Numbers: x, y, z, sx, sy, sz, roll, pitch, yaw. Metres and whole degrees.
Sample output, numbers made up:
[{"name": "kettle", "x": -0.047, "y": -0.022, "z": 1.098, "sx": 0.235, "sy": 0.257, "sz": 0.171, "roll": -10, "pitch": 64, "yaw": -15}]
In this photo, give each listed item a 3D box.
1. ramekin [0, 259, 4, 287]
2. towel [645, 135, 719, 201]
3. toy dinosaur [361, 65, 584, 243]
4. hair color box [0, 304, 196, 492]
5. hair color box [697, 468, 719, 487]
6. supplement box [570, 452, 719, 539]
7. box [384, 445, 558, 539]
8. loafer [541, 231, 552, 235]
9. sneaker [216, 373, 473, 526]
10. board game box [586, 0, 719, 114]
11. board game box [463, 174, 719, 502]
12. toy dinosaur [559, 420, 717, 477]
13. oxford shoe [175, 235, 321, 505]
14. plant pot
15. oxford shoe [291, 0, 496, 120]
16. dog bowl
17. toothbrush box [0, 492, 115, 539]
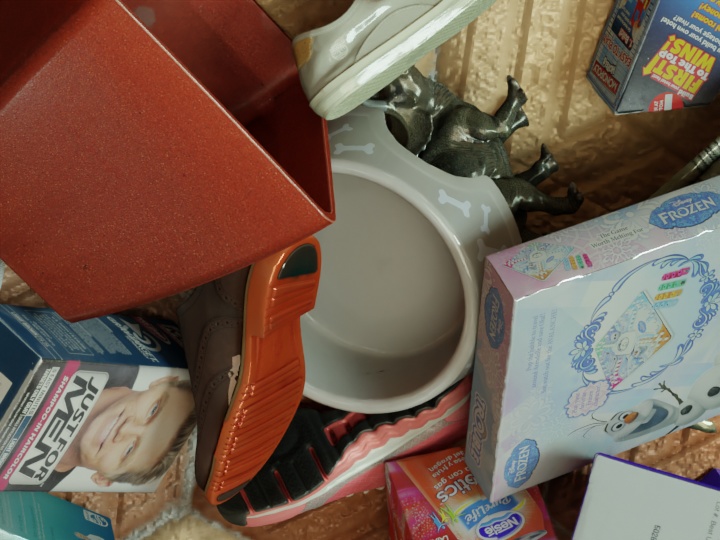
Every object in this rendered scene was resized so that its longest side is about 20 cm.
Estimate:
[{"name": "ramekin", "x": -0.312, "y": 0.015, "z": 1.605, "sx": 0.202, "sy": 0.094, "sz": 0.203, "roll": -6, "pitch": 127, "yaw": -8}, {"name": "towel", "x": 0.257, "y": -0.031, "z": 1.709, "sx": 0.200, "sy": 0.035, "sz": 0.192, "roll": -41, "pitch": 147, "yaw": 11}, {"name": "toy dinosaur", "x": 0.075, "y": -0.056, "z": 1.677, "sx": 0.102, "sy": 0.077, "sz": 0.200, "roll": -29, "pitch": 89, "yaw": -3}, {"name": "hair color box", "x": -0.177, "y": 0.081, "z": 1.642, "sx": 0.100, "sy": 0.060, "sz": 0.200, "roll": -57, "pitch": 153, "yaw": 14}, {"name": "hair color box", "x": 0.266, "y": 0.249, "z": 1.877, "sx": 0.109, "sy": 0.065, "sz": 0.200, "roll": -35, "pitch": 114, "yaw": 3}, {"name": "supplement box", "x": 0.190, "y": 0.185, "z": 1.712, "sx": 0.103, "sy": 0.200, "sz": 0.101, "roll": 16, "pitch": 84, "yaw": 12}, {"name": "box", "x": 0.075, "y": 0.215, "z": 1.764, "sx": 0.095, "sy": 0.100, "sz": 0.200, "roll": -12, "pitch": 137, "yaw": -8}, {"name": "loafer", "x": 0.131, "y": 0.019, "z": 1.737, "sx": 0.200, "sy": 0.076, "sz": 0.068, "roll": 25, "pitch": 108, "yaw": -25}, {"name": "sneaker", "x": 0.001, "y": 0.125, "z": 1.758, "sx": 0.200, "sy": 0.074, "sz": 0.087, "roll": -29, "pitch": 137, "yaw": 8}, {"name": "board game box", "x": 0.246, "y": -0.171, "z": 1.688, "sx": 0.200, "sy": 0.062, "sz": 0.200, "roll": 26, "pitch": 109, "yaw": -26}, {"name": "board game box", "x": 0.165, "y": 0.039, "z": 1.649, "sx": 0.199, "sy": 0.043, "sz": 0.200, "roll": -20, "pitch": 142, "yaw": -19}, {"name": "toy dinosaur", "x": 0.140, "y": 0.108, "z": 1.796, "sx": 0.199, "sy": 0.048, "sz": 0.088, "roll": -20, "pitch": 132, "yaw": -3}, {"name": "oxford shoe", "x": -0.078, "y": 0.051, "z": 1.650, "sx": 0.071, "sy": 0.072, "sz": 0.201, "roll": -23, "pitch": 134, "yaw": -52}, {"name": "plant pot", "x": -0.148, "y": -0.090, "z": 1.572, "sx": 0.176, "sy": 0.200, "sz": 0.200, "roll": -36, "pitch": 116, "yaw": 17}, {"name": "oxford shoe", "x": 0.038, "y": -0.166, "z": 1.622, "sx": 0.200, "sy": 0.075, "sz": 0.058, "roll": -35, "pitch": 82, "yaw": -20}, {"name": "dog bowl", "x": 0.000, "y": 0.000, "z": 1.655, "sx": 0.199, "sy": 0.059, "sz": 0.201, "roll": 10, "pitch": 119, "yaw": 19}, {"name": "toothbrush box", "x": -0.276, "y": 0.203, "z": 1.720, "sx": 0.200, "sy": 0.085, "sz": 0.147, "roll": 23, "pitch": 107, "yaw": -22}]
